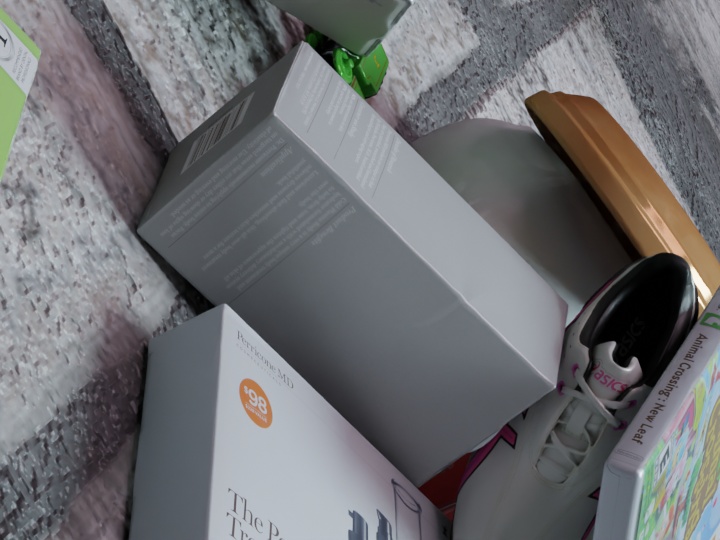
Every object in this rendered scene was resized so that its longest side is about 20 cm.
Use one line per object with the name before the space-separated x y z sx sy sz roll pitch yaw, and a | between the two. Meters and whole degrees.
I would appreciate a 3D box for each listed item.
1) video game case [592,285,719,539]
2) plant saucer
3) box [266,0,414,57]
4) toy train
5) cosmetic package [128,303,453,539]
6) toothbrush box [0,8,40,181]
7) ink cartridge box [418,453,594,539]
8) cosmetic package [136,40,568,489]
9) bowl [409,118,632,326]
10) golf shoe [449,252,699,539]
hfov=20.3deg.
video game case | 0.158 0.124 1.032 0.182 0.022 0.201 -48 148 -46
plant saucer | 0.168 -0.028 1.188 0.201 0.037 0.200 55 4 -6
box | 0.015 -0.241 1.122 0.109 0.201 0.128 30 -13 -6
toy train | -0.019 -0.097 1.171 0.200 0.041 0.057 -70 140 -58
cosmetic package | -0.025 0.134 0.925 0.200 0.051 0.151 46 28 -36
toothbrush box | -0.218 -0.087 0.701 0.200 0.086 0.146 49 29 -32
ink cartridge box | 0.081 0.136 1.114 0.200 0.067 0.116 52 27 -25
cosmetic package | 0.000 0.000 0.993 0.200 0.107 0.090 44 29 -18
bowl | 0.120 -0.007 1.241 0.200 0.074 0.200 54 3 -18
golf shoe | 0.105 0.073 1.005 0.201 0.072 0.092 -58 169 -22
